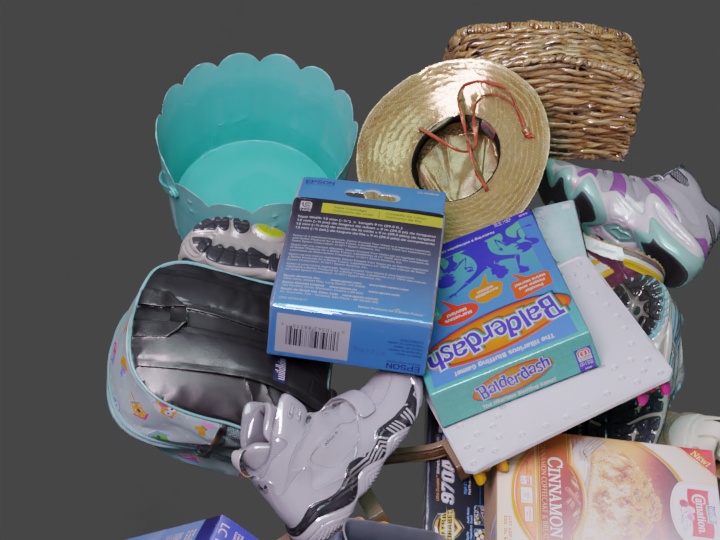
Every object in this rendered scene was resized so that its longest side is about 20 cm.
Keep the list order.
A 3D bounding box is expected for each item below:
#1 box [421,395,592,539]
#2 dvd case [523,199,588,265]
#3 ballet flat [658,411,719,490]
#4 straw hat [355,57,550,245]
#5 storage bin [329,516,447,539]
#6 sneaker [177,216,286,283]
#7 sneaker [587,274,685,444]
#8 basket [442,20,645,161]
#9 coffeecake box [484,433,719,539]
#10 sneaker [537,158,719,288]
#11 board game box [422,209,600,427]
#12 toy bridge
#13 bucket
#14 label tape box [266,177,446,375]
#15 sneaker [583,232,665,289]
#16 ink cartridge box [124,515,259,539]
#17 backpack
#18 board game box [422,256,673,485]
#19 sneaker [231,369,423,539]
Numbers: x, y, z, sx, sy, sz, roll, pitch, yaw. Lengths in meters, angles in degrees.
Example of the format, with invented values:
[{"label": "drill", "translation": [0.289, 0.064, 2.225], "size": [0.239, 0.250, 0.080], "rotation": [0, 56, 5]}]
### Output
[{"label": "box", "translation": [0.138, 0.189, 1.547], "size": [0.158, 0.046, 0.201], "rotation": [4, 57, -2]}, {"label": "dvd case", "translation": [0.157, 0.032, 1.590], "size": [0.145, 0.022, 0.201], "rotation": [-12, 59, 6]}, {"label": "ballet flat", "translation": [0.350, 0.175, 1.562], "size": [0.199, 0.067, 0.068], "rotation": [25, 58, 11]}, {"label": "straw hat", "translation": [0.098, -0.106, 1.656], "size": [0.200, 0.085, 0.202], "rotation": [-2, 73, 7]}, {"label": "storage bin", "translation": [0.004, 0.293, 1.376], "size": [0.134, 0.200, 0.146], "rotation": [-39, 62, 16]}, {"label": "sneaker", "translation": [-0.078, 0.002, 1.594], "size": [0.199, 0.080, 0.078], "rotation": [15, 52, -13]}, {"label": "sneaker", "translation": [0.277, 0.110, 1.565], "size": [0.077, 0.086, 0.201], "rotation": [-4, 64, 40]}, {"label": "basket", "translation": [0.190, -0.214, 1.742], "size": [0.199, 0.143, 0.149], "rotation": [1, 45, -2]}, {"label": "coffeecake box", "translation": [0.211, 0.226, 1.442], "size": [0.199, 0.073, 0.154], "rotation": [7, 44, -2]}, {"label": "sneaker", "translation": [0.292, -0.079, 1.724], "size": [0.200, 0.078, 0.140], "rotation": [37, 56, 13]}, {"label": "board game box", "translation": [0.117, 0.039, 1.511], "size": [0.152, 0.045, 0.200], "rotation": [-22, 37, 2]}, {"label": "toy bridge", "translation": [0.004, 0.206, 1.506], "size": [0.200, 0.027, 0.067], "rotation": [-30, 51, -3]}, {"label": "bucket", "translation": [-0.107, -0.105, 1.665], "size": [0.206, 0.135, 0.208], "rotation": [3, 56, -4]}, {"label": "label tape box", "translation": [0.000, 0.000, 1.495], "size": [0.143, 0.066, 0.200], "rotation": [7, 37, 2]}, {"label": "sneaker", "translation": [0.205, 0.011, 1.651], "size": [0.199, 0.075, 0.090], "rotation": [13, 52, 5]}, {"label": "ink cartridge box", "translation": [-0.149, 0.286, 1.370], "size": [0.076, 0.200, 0.137], "rotation": [39, 54, -24]}, {"label": "backpack", "translation": [-0.134, 0.092, 1.516], "size": [0.199, 0.153, 0.176], "rotation": [21, 56, -22]}, {"label": "board game box", "translation": [0.155, 0.087, 1.491], "size": [0.199, 0.026, 0.200], "rotation": [-25, 36, -2]}, {"label": "sneaker", "translation": [-0.028, 0.129, 1.421], "size": [0.115, 0.075, 0.200], "rotation": [45, 59, -18]}]
